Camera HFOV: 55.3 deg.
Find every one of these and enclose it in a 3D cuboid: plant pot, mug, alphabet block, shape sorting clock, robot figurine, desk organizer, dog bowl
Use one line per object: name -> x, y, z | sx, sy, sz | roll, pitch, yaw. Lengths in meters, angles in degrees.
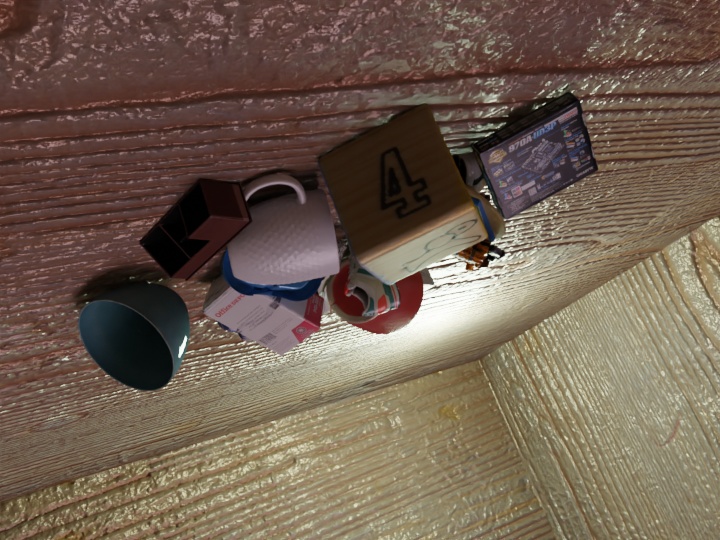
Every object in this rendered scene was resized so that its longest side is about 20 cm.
plant pot -> -0.395, 0.102, 1.270 | 0.200, 0.200, 0.135 | -35, -167, 36
mug -> -0.137, -0.069, 1.139 | 0.174, 0.148, 0.201 | -12, 131, -8
alphabet block -> 0.074, -0.116, 1.129 | 0.199, 0.198, 0.195 | -25, 163, 10
shape sorting clock -> 0.188, -0.121, 1.304 | 0.039, 0.199, 0.200 | -55, 170, -17
robot figurine -> 0.199, -0.041, 1.322 | 0.200, 0.144, 0.059 | 53, 60, -86
plant pot -> 0.022, 0.044, 1.506 | 0.199, 0.202, 0.177 | -27, 167, 17
desk organizer -> -0.266, -0.061, 1.093 | 0.077, 0.072, 0.200 | 2, 150, -48
dog bowl -> -0.169, -0.003, 1.282 | 0.199, 0.112, 0.049 | 8, 174, -31

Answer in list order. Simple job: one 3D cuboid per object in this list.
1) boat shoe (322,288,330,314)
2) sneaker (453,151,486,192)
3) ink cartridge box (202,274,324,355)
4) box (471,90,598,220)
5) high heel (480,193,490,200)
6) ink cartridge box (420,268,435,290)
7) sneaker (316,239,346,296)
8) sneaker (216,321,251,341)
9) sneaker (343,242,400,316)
boat shoe -> -0.110, 0.051, 1.625 | 0.071, 0.071, 0.201 | -8, 156, -8
sneaker -> 0.219, -0.170, 1.346 | 0.079, 0.074, 0.200 | -21, 163, -10
ink cartridge box -> -0.195, 0.070, 1.385 | 0.199, 0.085, 0.145 | 32, 133, -26
box -> 0.320, -0.205, 1.249 | 0.199, 0.046, 0.159 | -29, 126, 5
high heel -> 0.186, -0.109, 1.467 | 0.199, 0.072, 0.142 | -29, 177, -40
ink cartridge box -> 0.083, 0.047, 1.794 | 0.199, 0.084, 0.175 | -32, 160, 26
sneaker -> -0.072, -0.005, 1.415 | 0.088, 0.077, 0.200 | -34, 173, -25
sneaker -> -0.268, 0.128, 1.621 | 0.115, 0.081, 0.199 | -36, 159, 32
sneaker -> 0.000, 0.001, 1.364 | 0.093, 0.201, 0.070 | -21, 161, -17
